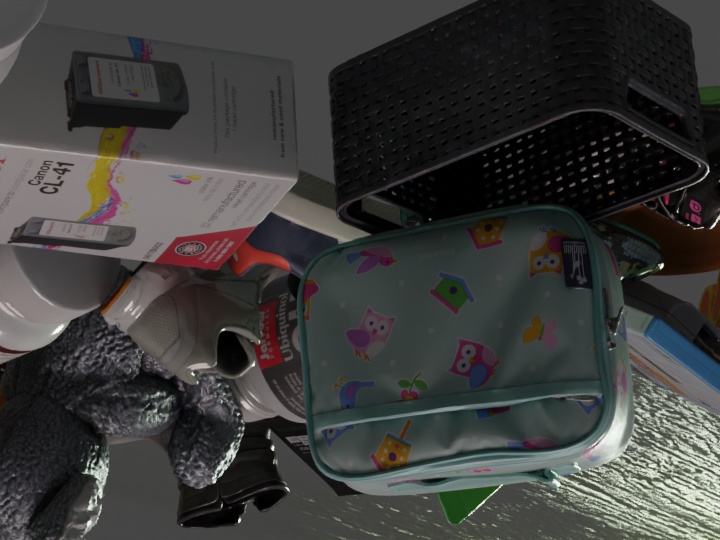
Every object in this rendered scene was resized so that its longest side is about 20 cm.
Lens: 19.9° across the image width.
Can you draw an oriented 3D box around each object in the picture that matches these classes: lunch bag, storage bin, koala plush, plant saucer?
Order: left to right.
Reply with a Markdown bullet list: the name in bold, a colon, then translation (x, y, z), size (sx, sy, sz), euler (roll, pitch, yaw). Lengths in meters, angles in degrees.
- **koala plush**: translation (-0.212, 0.111, 1.454), size (0.176, 0.201, 0.185), euler (21, 148, 28)
- **lunch bag**: translation (0.064, 0.052, 1.213), size (0.198, 0.162, 0.077), euler (-10, 158, 18)
- **storage bin**: translation (0.091, -0.087, 1.211), size (0.199, 0.095, 0.135), euler (-21, 152, 35)
- **plant saucer**: translation (0.227, -0.042, 1.421), size (0.198, 0.038, 0.200), euler (-4, 158, -2)

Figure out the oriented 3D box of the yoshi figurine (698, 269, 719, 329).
- **yoshi figurine**: translation (0.368, 0.029, 1.582), size (0.198, 0.113, 0.113), euler (12, 117, -1)

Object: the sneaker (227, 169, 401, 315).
- **sneaker**: translation (0.000, 0.000, 1.379), size (0.199, 0.075, 0.085), euler (23, 109, -21)

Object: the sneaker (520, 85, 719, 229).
- **sneaker**: translation (0.197, -0.067, 1.288), size (0.198, 0.085, 0.077), euler (-8, 157, 11)

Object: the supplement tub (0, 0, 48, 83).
- **supplement tub**: translation (-0.252, -0.122, 0.999), size (0.144, 0.146, 0.199), euler (14, 153, -37)

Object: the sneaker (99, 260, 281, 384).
- **sneaker**: translation (-0.095, 0.029, 1.380), size (0.076, 0.092, 0.200), euler (-44, 173, 27)

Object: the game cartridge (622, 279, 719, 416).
- **game cartridge**: translation (0.234, 0.056, 1.538), size (0.133, 0.041, 0.200), euler (21, 167, 47)

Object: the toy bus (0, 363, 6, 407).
- **toy bus**: translation (-0.349, 0.132, 1.666), size (0.190, 0.137, 0.200), euler (10, 158, 10)

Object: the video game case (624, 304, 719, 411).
- **video game case**: translation (0.192, 0.050, 1.452), size (0.143, 0.018, 0.200), euler (35, 174, -31)

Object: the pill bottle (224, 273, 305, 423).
- **pill bottle**: translation (-0.018, 0.049, 1.505), size (0.199, 0.112, 0.110), euler (-20, 153, 35)

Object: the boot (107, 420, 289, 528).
- **boot**: translation (-0.151, 0.154, 1.714), size (0.199, 0.133, 0.070), euler (-19, 154, 34)

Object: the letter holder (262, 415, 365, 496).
- **letter holder**: translation (0.041, 0.088, 1.625), size (0.101, 0.143, 0.199), euler (45, 150, -21)

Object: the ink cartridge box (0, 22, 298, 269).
- **ink cartridge box**: translation (-0.153, -0.072, 1.220), size (0.198, 0.086, 0.148), euler (5, 157, -23)

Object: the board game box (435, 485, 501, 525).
- **board game box**: translation (0.108, 0.096, 1.525), size (0.030, 0.096, 0.200), euler (-2, -152, 46)

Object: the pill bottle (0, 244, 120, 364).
- **pill bottle**: translation (-0.260, 0.010, 1.365), size (0.199, 0.115, 0.114), euler (-22, 152, 37)

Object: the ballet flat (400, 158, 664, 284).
- **ballet flat**: translation (0.110, -0.015, 1.364), size (0.198, 0.075, 0.074), euler (21, 151, -16)
